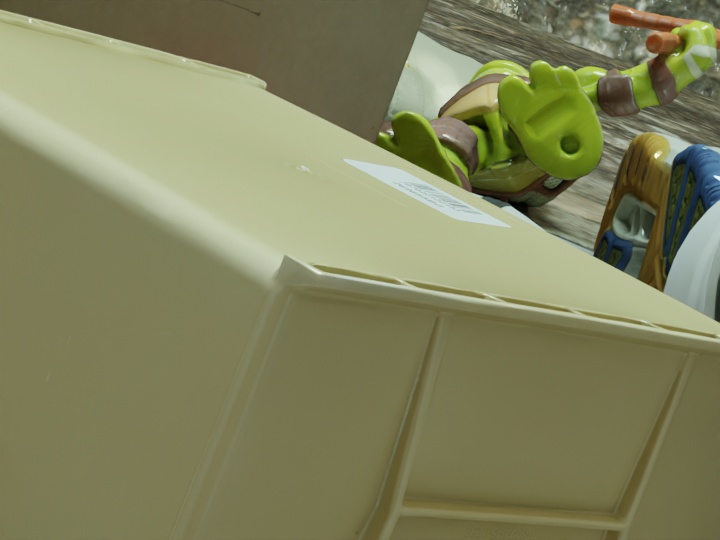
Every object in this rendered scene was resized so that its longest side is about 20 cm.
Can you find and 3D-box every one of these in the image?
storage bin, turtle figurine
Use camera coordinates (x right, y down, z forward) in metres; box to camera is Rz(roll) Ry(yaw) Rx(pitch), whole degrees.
[{"bbox_3d":[-0.029,0.016,0.623,0.200,0.094,0.198,29,12,40],"label":"storage bin"},{"bbox_3d":[0.041,-0.051,0.988,0.199,0.065,0.161,-7,11,8],"label":"turtle figurine"}]

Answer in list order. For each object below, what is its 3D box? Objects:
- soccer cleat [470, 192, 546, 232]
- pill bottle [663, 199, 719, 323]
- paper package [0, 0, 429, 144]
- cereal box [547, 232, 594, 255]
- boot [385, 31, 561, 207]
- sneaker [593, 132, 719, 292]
[{"bbox_3d":[0.000,0.000,0.805,0.200,0.069,0.085,8,6,-45],"label":"soccer cleat"},{"bbox_3d":[0.156,0.013,0.672,0.116,0.116,0.200,18,-7,-14],"label":"pill bottle"},{"bbox_3d":[-0.081,-0.095,0.825,0.200,0.191,0.103,13,10,-44],"label":"paper package"},{"bbox_3d":[0.088,0.023,0.978,0.200,0.040,0.144,25,12,19],"label":"cereal box"},{"bbox_3d":[0.032,-0.096,1.425,0.154,0.072,0.200,18,15,-12],"label":"boot"},{"bbox_3d":[0.135,0.000,0.884,0.088,0.075,0.200,18,15,-5],"label":"sneaker"}]
